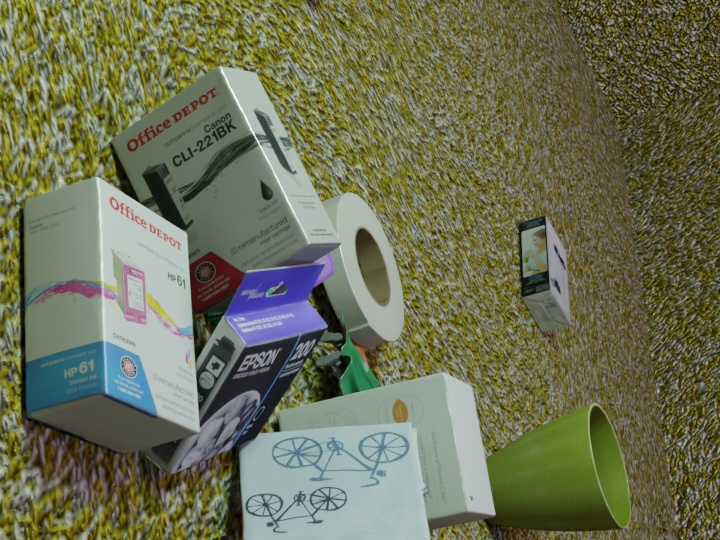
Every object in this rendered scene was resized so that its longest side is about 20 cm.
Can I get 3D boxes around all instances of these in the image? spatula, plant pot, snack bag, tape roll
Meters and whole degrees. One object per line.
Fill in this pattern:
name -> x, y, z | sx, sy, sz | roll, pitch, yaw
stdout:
spatula -> -0.073, 0.012, 1.511 | 0.200, 0.020, 0.057 | -50, 124, -64
plant pot -> 0.279, 0.312, 2.086 | 0.187, 0.199, 0.188 | 49, 32, -46
snack bag -> -0.025, 0.221, 1.375 | 0.200, 0.188, 0.021 | -100, -172, -58
tape roll -> 0.000, 0.000, 1.796 | 0.203, 0.037, 0.204 | -18, 90, -71

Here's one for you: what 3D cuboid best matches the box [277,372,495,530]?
box -> 0.028, 0.212, 1.523 | 0.106, 0.199, 0.153 | 31, 47, -66

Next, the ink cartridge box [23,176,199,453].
ink cartridge box -> -0.215, 0.040, 1.207 | 0.144, 0.084, 0.201 | 36, 40, -57

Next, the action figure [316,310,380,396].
action figure -> -0.001, 0.162, 1.698 | 0.118, 0.054, 0.200 | -83, 156, -49

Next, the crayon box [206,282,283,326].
crayon box -> -0.117, -0.018, 1.535 | 0.119, 0.058, 0.201 | 43, 37, -53

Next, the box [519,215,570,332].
box -> 0.358, 0.006, 2.711 | 0.117, 0.060, 0.201 | 54, 29, -41

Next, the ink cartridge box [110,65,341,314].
ink cartridge box -> -0.133, -0.078, 1.369 | 0.201, 0.144, 0.084 | 63, 20, 10

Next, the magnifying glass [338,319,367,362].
magnifying glass -> -0.025, 0.032, 1.782 | 0.080, 0.022, 0.201 | -2, 77, -69

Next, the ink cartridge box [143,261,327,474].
ink cartridge box -> -0.103, 0.087, 1.327 | 0.043, 0.200, 0.198 | 34, 14, 15
